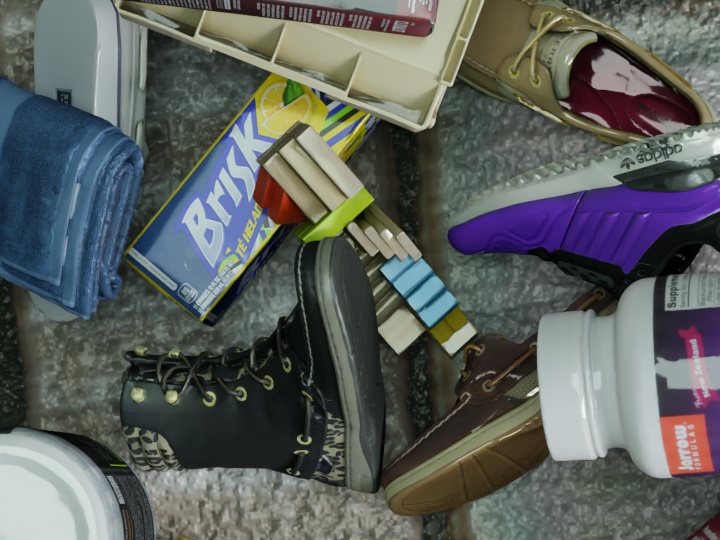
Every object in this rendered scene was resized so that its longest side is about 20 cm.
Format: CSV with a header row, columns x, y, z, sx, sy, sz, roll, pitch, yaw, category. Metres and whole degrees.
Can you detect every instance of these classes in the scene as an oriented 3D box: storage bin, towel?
x,y,z,sx,sy,sz,roll,pitch,yaw,category
-0.017,-0.203,1.373,0.199,0.094,0.200,21,89,-3,storage bin
-0.216,-0.057,1.421,0.199,0.048,0.112,24,110,32,towel

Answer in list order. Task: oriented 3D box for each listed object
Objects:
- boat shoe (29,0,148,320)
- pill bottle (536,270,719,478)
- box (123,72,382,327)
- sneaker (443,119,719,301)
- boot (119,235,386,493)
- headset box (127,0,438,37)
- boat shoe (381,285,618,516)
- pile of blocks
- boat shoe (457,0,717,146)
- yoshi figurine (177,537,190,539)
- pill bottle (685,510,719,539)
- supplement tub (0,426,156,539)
x,y,z,sx,sy,sz,roll,pitch,yaw,category
-0.160,-0.071,1.459,0.072,0.066,0.202,8,102,37,boat shoe
0.201,0.056,1.336,0.198,0.111,0.112,-6,84,13,pill bottle
-0.052,-0.063,1.453,0.064,0.070,0.200,39,88,5,box
0.141,-0.017,1.409,0.199,0.069,0.100,-15,95,34,sneaker
-0.066,0.058,1.391,0.153,0.204,0.074,2,52,8,boot
-0.031,-0.209,1.288,0.198,0.077,0.150,8,89,-1,headset box
0.091,0.070,1.439,0.199,0.072,0.072,-35,63,0,boat shoe
0.000,0.000,1.404,0.062,0.082,0.200,-42,123,-2,pile of blocks
0.124,-0.125,1.450,0.199,0.066,0.074,24,86,5,boat shoe
-0.131,0.256,1.417,0.111,0.112,0.201,26,89,20,yoshi figurine
0.261,0.164,1.390,0.200,0.114,0.114,-40,84,-1,pill bottle
-0.182,0.151,1.377,0.122,0.200,0.124,0,85,4,supplement tub
